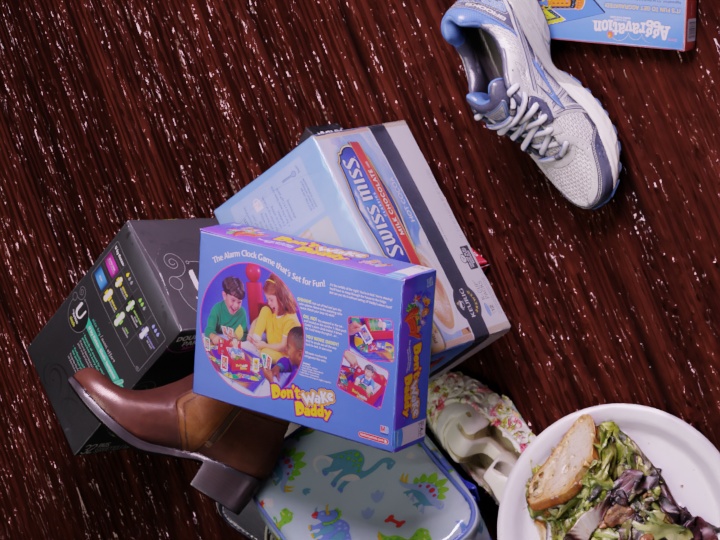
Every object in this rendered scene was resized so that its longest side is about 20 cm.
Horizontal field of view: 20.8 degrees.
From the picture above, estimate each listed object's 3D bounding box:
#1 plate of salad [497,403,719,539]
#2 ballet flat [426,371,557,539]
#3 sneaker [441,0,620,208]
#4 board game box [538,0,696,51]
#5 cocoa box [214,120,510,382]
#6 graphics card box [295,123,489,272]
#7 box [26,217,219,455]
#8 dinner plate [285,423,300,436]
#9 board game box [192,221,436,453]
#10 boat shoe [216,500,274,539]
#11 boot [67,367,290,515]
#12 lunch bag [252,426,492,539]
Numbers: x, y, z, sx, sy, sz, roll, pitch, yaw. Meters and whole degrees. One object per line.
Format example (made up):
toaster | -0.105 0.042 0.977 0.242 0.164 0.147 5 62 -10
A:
plate of salad | 0.203 0.205 1.538 0.198 0.048 0.202 -2 82 14
ballet flat | 0.114 0.155 1.635 0.200 0.064 0.076 41 116 26
sneaker | 0.125 -0.129 1.533 0.077 0.085 0.201 -34 88 46
board game box | 0.173 -0.231 1.535 0.199 0.019 0.104 11 105 38
cocoa box | 0.000 0.000 1.589 0.133 0.131 0.201 -33 78 36
graphics card box | 0.005 -0.019 1.698 0.200 0.051 0.126 45 123 25
box | -0.183 0.059 1.797 0.200 0.148 0.125 -47 61 35
dinner plate | -0.064 0.161 1.810 0.199 0.024 0.202 10 106 39
board game box | -0.038 0.048 1.515 0.199 0.045 0.136 14 107 34
boat shoe | -0.059 0.238 1.749 0.198 0.093 0.075 8 120 27
boot | -0.122 0.073 1.647 0.187 0.068 0.201 32 81 0
lunch bag | 0.011 0.206 1.652 0.200 0.160 0.083 48 169 42
